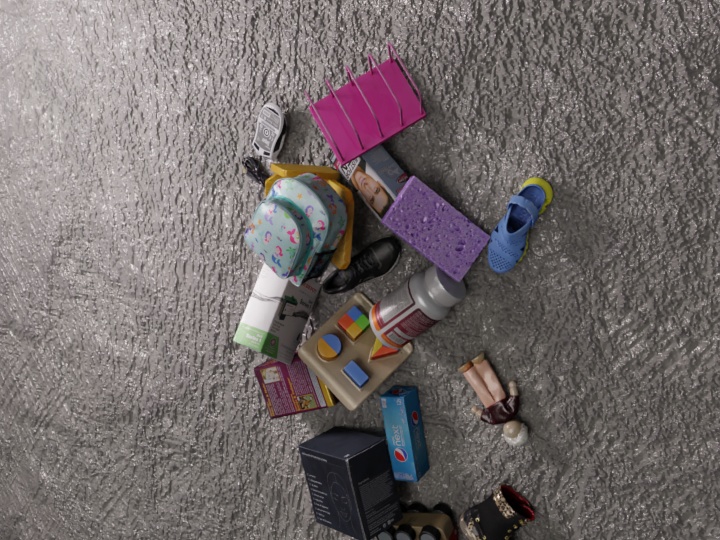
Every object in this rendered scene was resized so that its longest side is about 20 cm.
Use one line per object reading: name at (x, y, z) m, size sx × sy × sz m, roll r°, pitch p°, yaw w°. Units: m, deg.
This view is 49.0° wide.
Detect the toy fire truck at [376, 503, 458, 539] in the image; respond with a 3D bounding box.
toy fire truck at (0.140, 0.657, 1.810) m, size 0.174 × 0.129 × 0.202 m, roll -9°, pitch 111°, yaw 32°

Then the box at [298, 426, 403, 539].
box at (-0.025, 0.485, 1.813) m, size 0.199 × 0.123 × 0.199 m, roll -1°, pitch 106°, yaw 53°

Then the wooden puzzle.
wooden puzzle at (-0.012, 0.174, 1.734) m, size 0.200 × 0.046 × 0.185 m, roll -44°, pitch 78°, yaw -8°

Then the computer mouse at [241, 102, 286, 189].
computer mouse at (-0.205, -0.284, 1.779) m, size 0.109 × 0.044 × 0.201 m, roll 38°, pitch 126°, yaw 21°

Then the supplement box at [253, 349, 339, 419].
supplement box at (-0.133, 0.257, 1.856) m, size 0.198 × 0.103 × 0.132 m, roll -16°, pitch 96°, yaw 32°

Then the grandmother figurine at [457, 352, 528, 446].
grandmother figurine at (0.280, 0.276, 1.643) m, size 0.121 × 0.060 × 0.201 m, roll -40°, pitch 79°, yaw 41°

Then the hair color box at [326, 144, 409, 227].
hair color box at (0.024, -0.200, 1.634) m, size 0.200 × 0.060 × 0.099 m, roll 50°, pitch 149°, yaw 8°

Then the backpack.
backpack at (-0.128, -0.090, 1.591) m, size 0.177 × 0.150 × 0.201 m, roll 44°, pitch 119°, yaw 19°

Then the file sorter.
file sorter at (0.008, -0.326, 1.531) m, size 0.199 × 0.125 × 0.140 m, roll -30°, pitch 81°, yaw 1°

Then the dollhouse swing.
dollhouse swing at (-0.115, -0.107, 1.683) m, size 0.179 × 0.176 × 0.203 m, roll 2°, pitch 110°, yaw -8°

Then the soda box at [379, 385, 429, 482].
soda box at (0.100, 0.365, 1.769) m, size 0.064 × 0.068 × 0.203 m, roll -2°, pitch 103°, yaw 31°

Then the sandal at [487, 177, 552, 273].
sandal at (0.294, -0.082, 1.514) m, size 0.079 × 0.087 × 0.202 m, roll 28°, pitch 118°, yaw 18°

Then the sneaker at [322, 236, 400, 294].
sneaker at (0.000, 0.000, 1.710) m, size 0.199 × 0.087 × 0.076 m, roll -36°, pitch 85°, yaw 33°

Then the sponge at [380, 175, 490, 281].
sponge at (0.149, -0.082, 1.563) m, size 0.199 × 0.030 × 0.112 m, roll 37°, pitch 88°, yaw -9°

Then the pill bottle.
pill bottle at (0.119, 0.072, 1.648) m, size 0.200 × 0.109 × 0.110 m, roll -39°, pitch 84°, yaw 33°

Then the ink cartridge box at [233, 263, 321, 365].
ink cartridge box at (-0.183, 0.092, 1.765) m, size 0.084 × 0.146 × 0.202 m, roll 17°, pitch 80°, yaw 28°

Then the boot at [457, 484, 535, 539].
boot at (0.321, 0.569, 1.698) m, size 0.200 × 0.073 × 0.151 m, roll 48°, pitch 122°, yaw 17°
